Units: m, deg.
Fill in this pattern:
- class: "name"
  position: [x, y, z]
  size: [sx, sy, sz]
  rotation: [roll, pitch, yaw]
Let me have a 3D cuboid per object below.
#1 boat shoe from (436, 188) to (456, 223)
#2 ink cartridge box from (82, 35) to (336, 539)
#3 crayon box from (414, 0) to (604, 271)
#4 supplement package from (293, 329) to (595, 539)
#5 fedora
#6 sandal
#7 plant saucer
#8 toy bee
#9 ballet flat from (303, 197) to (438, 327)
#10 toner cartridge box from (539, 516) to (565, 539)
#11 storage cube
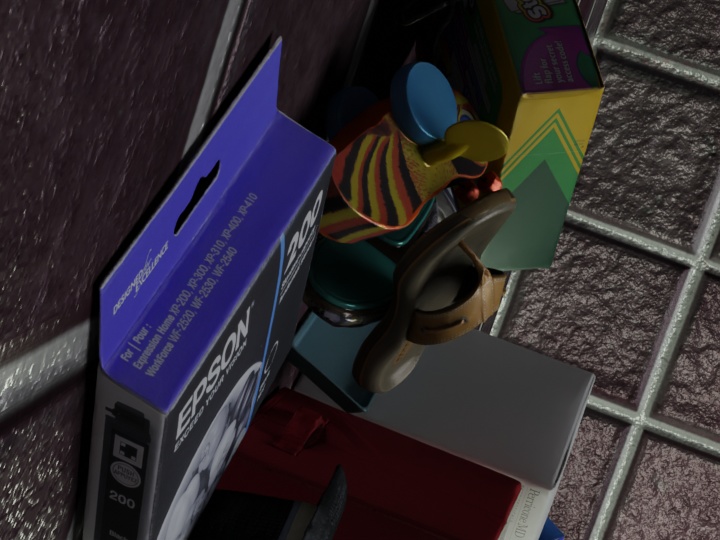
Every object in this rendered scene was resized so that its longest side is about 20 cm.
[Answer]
- class: "boat shoe"
  position: [0.046, -0.054, 1.308]
  size: [0.070, 0.071, 0.200]
  rotation: [-27, 149, 3]
- class: "ink cartridge box"
  position: [-0.069, 0.024, 0.840]
  size: [0.198, 0.043, 0.200]
  rotation: [-61, 167, -45]
- class: "crayon box"
  position: [0.090, -0.130, 1.143]
  size: [0.173, 0.058, 0.200]
  rotation: [101, -19, -53]
- class: "supplement package"
  position: [0.055, 0.119, 1.342]
  size: [0.121, 0.200, 0.120]
  rotation: [101, 12, -47]
- class: "fedora"
  position: [-0.080, 0.171, 0.935]
  size: [0.201, 0.091, 0.201]
  rotation: [24, 90, -89]
- class: "sandal"
  position: [0.052, 0.020, 1.078]
  size: [0.080, 0.054, 0.200]
  rotation: [-32, 160, -37]
- class: "plant saucer"
  position: [0.003, 0.033, 1.276]
  size: [0.019, 0.070, 0.200]
  rotation: [-46, -175, 30]
- class: "toy bee"
  position: [0.041, -0.071, 1.027]
  size: [0.200, 0.109, 0.131]
  rotation: [-46, -157, -24]
- class: "ballet flat"
  position: [0.000, 0.000, 1.169]
  size: [0.200, 0.072, 0.072]
  rotation: [-54, 162, -58]
- class: "toner cartridge box"
  position: [0.061, 0.167, 1.427]
  size: [0.095, 0.200, 0.043]
  rotation: [-13, 138, -40]
- class: "storage cube"
  position: [-0.014, 0.200, 1.155]
  size: [0.171, 0.179, 0.200]
  rotation: [-36, 146, -76]
